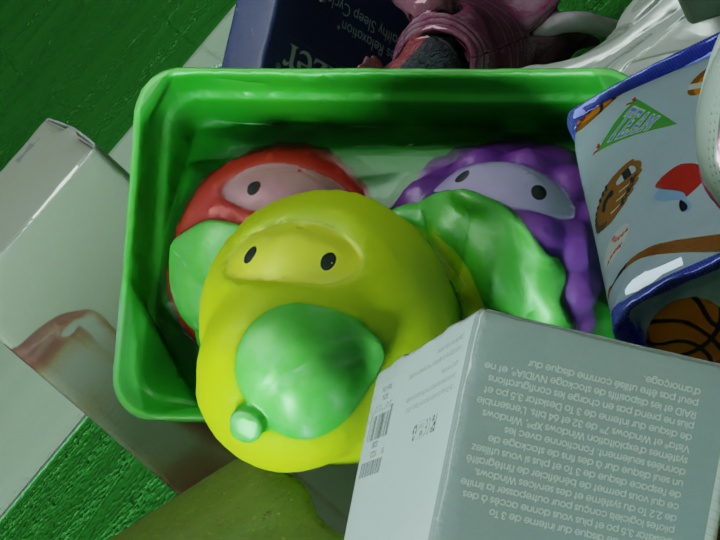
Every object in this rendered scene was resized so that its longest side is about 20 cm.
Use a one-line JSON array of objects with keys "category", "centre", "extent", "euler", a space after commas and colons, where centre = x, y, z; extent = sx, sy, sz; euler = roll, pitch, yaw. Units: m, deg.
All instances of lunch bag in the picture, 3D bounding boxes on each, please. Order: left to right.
[{"category": "lunch bag", "centre": [0.175, -0.028, 0.846], "extent": [0.199, 0.124, 0.170], "euler": [-25, 24, 12]}]

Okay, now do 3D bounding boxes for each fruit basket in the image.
[{"category": "fruit basket", "centre": [0.000, 0.000, 0.966], "extent": [0.215, 0.215, 0.156], "euler": [-10, 74, 60]}]

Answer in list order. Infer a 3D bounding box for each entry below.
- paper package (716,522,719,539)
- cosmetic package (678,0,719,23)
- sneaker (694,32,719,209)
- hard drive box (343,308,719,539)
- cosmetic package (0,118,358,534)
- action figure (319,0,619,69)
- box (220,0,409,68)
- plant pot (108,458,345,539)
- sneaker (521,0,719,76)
[{"category": "paper package", "centre": [0.189, 0.056, 0.673], "extent": [0.200, 0.103, 0.191], "euler": [-40, 21, 20]}, {"category": "cosmetic package", "centre": [0.206, -0.180, 1.036], "extent": [0.199, 0.090, 0.107], "euler": [-15, 34, 21]}, {"category": "sneaker", "centre": [0.164, -0.063, 0.679], "extent": [0.200, 0.081, 0.088], "euler": [-36, 21, 33]}, {"category": "hard drive box", "centre": [0.033, 0.124, 0.743], "extent": [0.156, 0.076, 0.201], "euler": [138, 145, -78]}, {"category": "cosmetic package", "centre": [-0.078, 0.037, 1.129], "extent": [0.087, 0.200, 0.103], "euler": [-48, 19, -4]}, {"category": "action figure", "centre": [0.054, -0.092, 1.214], "extent": [0.148, 0.135, 0.200], "euler": [-11, 11, 21]}, {"category": "box", "centre": [-0.021, -0.067, 1.262], "extent": [0.032, 0.121, 0.201], "euler": [2, 74, 40]}, {"category": "plant pot", "centre": [-0.070, 0.171, 0.926], "extent": [0.190, 0.200, 0.200], "euler": [-40, 16, -19]}, {"category": "sneaker", "centre": [0.098, -0.047, 1.109], "extent": [0.200, 0.078, 0.100], "euler": [-40, 24, 25]}]
